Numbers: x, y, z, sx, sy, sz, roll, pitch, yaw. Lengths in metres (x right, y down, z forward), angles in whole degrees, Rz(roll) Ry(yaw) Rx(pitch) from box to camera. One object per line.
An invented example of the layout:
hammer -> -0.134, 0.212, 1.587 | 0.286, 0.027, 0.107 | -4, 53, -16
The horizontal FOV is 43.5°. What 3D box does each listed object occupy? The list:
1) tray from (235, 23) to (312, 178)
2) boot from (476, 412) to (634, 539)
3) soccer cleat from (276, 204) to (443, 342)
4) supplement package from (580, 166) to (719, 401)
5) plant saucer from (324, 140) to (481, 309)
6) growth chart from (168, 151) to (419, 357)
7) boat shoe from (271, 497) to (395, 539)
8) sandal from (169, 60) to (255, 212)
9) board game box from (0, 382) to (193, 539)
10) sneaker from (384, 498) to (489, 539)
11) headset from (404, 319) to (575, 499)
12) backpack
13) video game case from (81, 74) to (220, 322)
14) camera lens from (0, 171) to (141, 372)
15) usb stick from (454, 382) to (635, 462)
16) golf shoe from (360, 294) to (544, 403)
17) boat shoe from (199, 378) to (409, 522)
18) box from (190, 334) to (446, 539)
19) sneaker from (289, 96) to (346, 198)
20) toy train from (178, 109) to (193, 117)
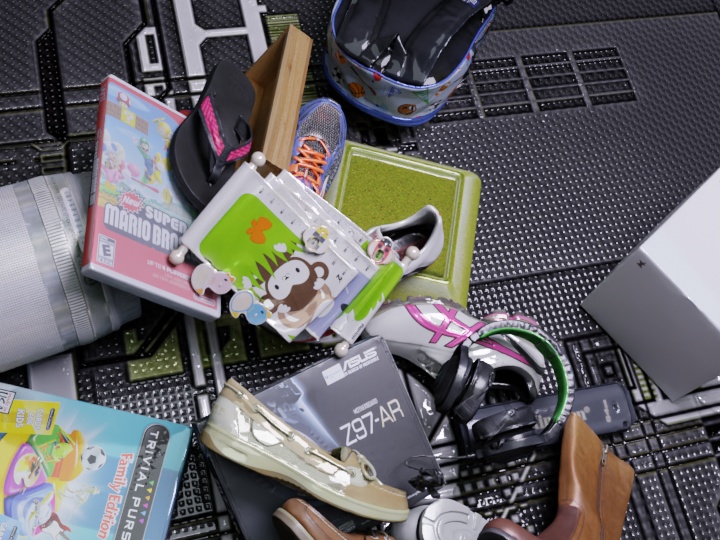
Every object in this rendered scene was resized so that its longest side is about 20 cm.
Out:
tray -> -0.102, -0.159, 0.957 | 0.037, 0.098, 0.202 | 28, 48, -28
boot -> 0.192, 0.218, 0.841 | 0.188, 0.068, 0.201 | 39, 50, -19
soccer cleat -> 0.000, 0.000, 0.885 | 0.198, 0.085, 0.069 | -29, 69, -18
supplement package -> 0.378, 0.004, 0.977 | 0.199, 0.151, 0.152 | -39, 79, -24
plant saucer -> 0.036, -0.053, 0.990 | 0.197, 0.048, 0.202 | 13, 64, -6
growth chart -> -0.061, -0.009, 0.826 | 0.199, 0.018, 0.146 | 32, 89, -15
boat shoe -> -0.001, 0.259, 0.800 | 0.068, 0.072, 0.201 | -46, 117, -20
sandal -> -0.135, -0.142, 0.886 | 0.075, 0.045, 0.202 | 41, 42, -33
board game box -> -0.266, 0.197, 0.816 | 0.197, 0.047, 0.153 | 13, 64, -5
sneaker -> 0.114, 0.283, 0.847 | 0.199, 0.080, 0.077 | 40, 48, -14
headset -> 0.119, 0.131, 0.844 | 0.200, 0.094, 0.124 | -42, 83, -17
backpack -> 0.045, -0.263, 1.030 | 0.198, 0.155, 0.192 | 25, 55, 7
video game case -> -0.184, -0.066, 0.831 | 0.142, 0.017, 0.203 | 26, 51, -44
camera lens -> -0.319, 0.005, 0.828 | 0.198, 0.160, 0.162 | -18, 71, -19
usb stick -> 0.192, 0.156, 0.937 | 0.197, 0.033, 0.056 | -8, 67, -15
golf shoe -> 0.096, 0.082, 0.921 | 0.197, 0.073, 0.093 | 9, 54, -7
boat shoe -> -0.040, 0.163, 0.793 | 0.199, 0.073, 0.064 | 25, 79, -6
box -> -0.037, 0.174, 0.852 | 0.198, 0.043, 0.162 | -23, 90, -21
sneaker -> -0.063, -0.083, 0.932 | 0.075, 0.078, 0.202 | 22, 87, -17
toy train -> -0.211, -0.063, 0.931 | 0.114, 0.085, 0.203 | -6, 68, -2
